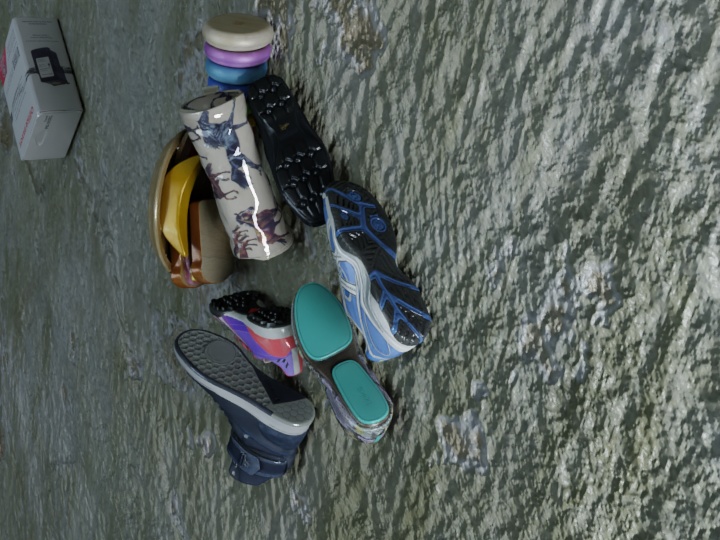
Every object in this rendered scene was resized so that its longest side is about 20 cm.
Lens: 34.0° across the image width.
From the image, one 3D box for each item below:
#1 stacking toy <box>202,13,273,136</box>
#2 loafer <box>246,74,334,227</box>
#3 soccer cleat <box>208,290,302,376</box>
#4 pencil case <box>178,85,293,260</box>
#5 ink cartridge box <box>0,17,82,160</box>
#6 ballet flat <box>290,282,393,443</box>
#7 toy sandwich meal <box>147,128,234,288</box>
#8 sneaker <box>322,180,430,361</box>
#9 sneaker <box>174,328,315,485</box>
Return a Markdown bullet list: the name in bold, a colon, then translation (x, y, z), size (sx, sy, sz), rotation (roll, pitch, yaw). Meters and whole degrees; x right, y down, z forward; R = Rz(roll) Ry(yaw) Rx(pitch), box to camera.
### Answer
- **stacking toy**: translation (-0.149, -0.202, 1.426), size (0.085, 0.084, 0.203), rotation (42, 137, 46)
- **loafer**: translation (-0.072, -0.130, 1.323), size (0.071, 0.067, 0.203), rotation (63, -178, -62)
- **soccer cleat**: translation (-0.130, 0.074, 1.455), size (0.199, 0.067, 0.074), rotation (17, 122, 56)
- **pencil case**: translation (-0.143, -0.113, 1.366), size (0.090, 0.077, 0.203), rotation (-122, 12, -72)
- **ink cartridge box**: translation (-0.559, -0.315, 2.054), size (0.145, 0.083, 0.203), rotation (-50, 54, 50)
- **ballet flat**: translation (-0.025, 0.107, 1.289), size (0.202, 0.071, 0.073), rotation (61, 142, 33)
- **toy sandwich meal**: translation (-0.205, -0.077, 1.493), size (0.069, 0.205, 0.209), rotation (7, 107, 14)
- **sneaker**: translation (0.000, 0.000, 1.211), size (0.077, 0.075, 0.203), rotation (-46, 56, 46)
- **sneaker**: translation (-0.159, 0.175, 1.454), size (0.201, 0.077, 0.147), rotation (35, 133, 15)
